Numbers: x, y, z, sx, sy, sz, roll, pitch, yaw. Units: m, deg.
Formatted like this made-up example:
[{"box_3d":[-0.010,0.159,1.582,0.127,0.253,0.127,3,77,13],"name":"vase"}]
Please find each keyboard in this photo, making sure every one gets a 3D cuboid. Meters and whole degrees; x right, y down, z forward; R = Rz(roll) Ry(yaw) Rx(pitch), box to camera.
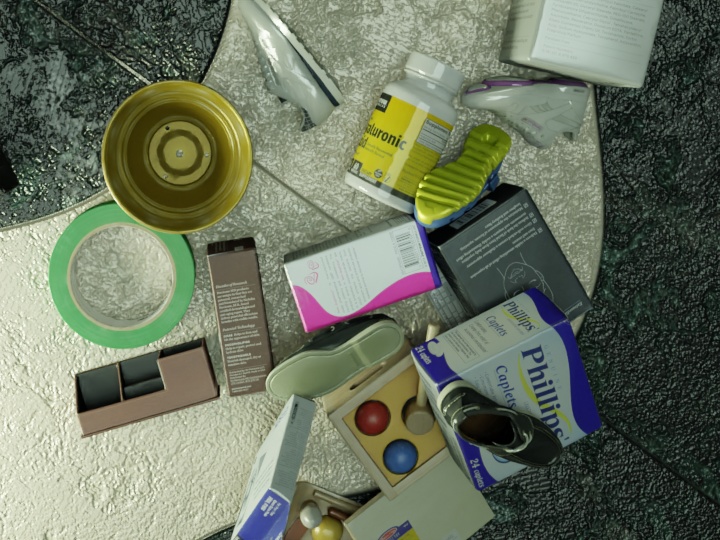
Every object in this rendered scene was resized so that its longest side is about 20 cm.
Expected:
[{"box_3d":[0.151,0.072,1.650,0.056,0.011,0.201,-30,103,-1],"name":"keyboard"}]

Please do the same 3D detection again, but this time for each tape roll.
[{"box_3d":[-0.327,0.005,1.557,0.197,0.048,0.204,-1,100,-7],"name":"tape roll"}]

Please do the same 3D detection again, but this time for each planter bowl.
[{"box_3d":[-0.245,-0.155,1.521,0.197,0.083,0.204,-1,99,-7],"name":"planter bowl"}]

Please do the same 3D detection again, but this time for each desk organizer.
[{"box_3d":[-0.301,0.162,1.577,0.197,0.072,0.078,-16,99,-4],"name":"desk organizer"}]

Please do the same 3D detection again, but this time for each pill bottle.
[{"box_3d":[0.065,-0.190,1.541,0.110,0.111,0.202,24,96,-11],"name":"pill bottle"}]

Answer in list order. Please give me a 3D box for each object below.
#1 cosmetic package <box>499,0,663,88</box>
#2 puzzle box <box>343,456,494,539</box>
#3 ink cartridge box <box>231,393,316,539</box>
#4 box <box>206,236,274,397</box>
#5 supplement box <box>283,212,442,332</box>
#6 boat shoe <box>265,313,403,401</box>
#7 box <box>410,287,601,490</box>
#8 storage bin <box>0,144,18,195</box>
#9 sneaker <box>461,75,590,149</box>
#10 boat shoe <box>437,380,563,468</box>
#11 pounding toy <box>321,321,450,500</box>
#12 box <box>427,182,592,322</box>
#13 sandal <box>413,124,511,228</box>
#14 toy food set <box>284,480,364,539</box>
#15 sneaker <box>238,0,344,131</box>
[{"box_3d":[0.301,-0.362,1.512,0.164,0.167,0.203,11,99,-8],"name":"cosmetic package"},{"box_3d":[0.086,0.364,1.654,0.199,0.025,0.134,-34,99,-17],"name":"puzzle box"},{"box_3d":[-0.124,0.299,1.519,0.040,0.202,0.200,20,140,-9],"name":"ink cartridge box"},{"box_3d":[-0.165,0.063,1.562,0.074,0.100,0.203,-7,100,-6],"name":"box"},{"box_3d":[0.000,0.000,1.566,0.197,0.103,0.103,-18,100,-3],"name":"supplement box"},{"box_3d":[-0.039,0.111,1.537,0.198,0.066,0.075,-29,119,2],"name":"boat shoe"},{"box_3d":[0.196,0.158,1.507,0.198,0.105,0.186,-26,116,-7],"name":"box"},{"box_3d":[-0.535,-0.175,1.452,0.093,0.135,0.202,-25,102,-2],"name":"storage bin"},{"box_3d":[0.231,-0.218,1.562,0.197,0.075,0.101,-1,107,-23],"name":"sneaker"},{"box_3d":[0.184,0.210,1.429,0.199,0.068,0.072,30,100,-28],"name":"boat shoe"},{"box_3d":[0.065,0.187,1.591,0.199,0.142,0.185,-36,103,0],"name":"pounding toy"},{"box_3d":[0.206,0.002,1.592,0.147,0.107,0.201,-33,102,-4],"name":"box"},{"box_3d":[0.142,-0.114,1.548,0.079,0.088,0.200,31,52,23],"name":"sandal"},{"box_3d":[-0.039,0.412,1.660,0.198,0.060,0.145,24,96,-10],"name":"toy food set"},{"box_3d":[-0.107,-0.284,1.525,0.080,0.076,0.201,-37,101,10],"name":"sneaker"}]
